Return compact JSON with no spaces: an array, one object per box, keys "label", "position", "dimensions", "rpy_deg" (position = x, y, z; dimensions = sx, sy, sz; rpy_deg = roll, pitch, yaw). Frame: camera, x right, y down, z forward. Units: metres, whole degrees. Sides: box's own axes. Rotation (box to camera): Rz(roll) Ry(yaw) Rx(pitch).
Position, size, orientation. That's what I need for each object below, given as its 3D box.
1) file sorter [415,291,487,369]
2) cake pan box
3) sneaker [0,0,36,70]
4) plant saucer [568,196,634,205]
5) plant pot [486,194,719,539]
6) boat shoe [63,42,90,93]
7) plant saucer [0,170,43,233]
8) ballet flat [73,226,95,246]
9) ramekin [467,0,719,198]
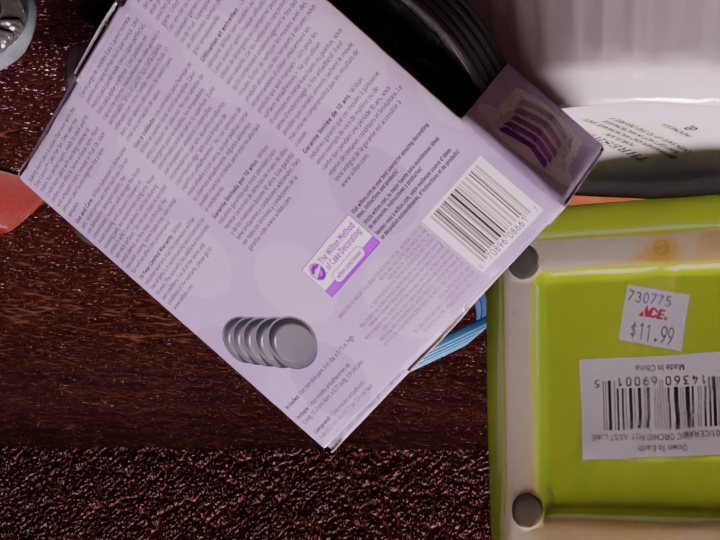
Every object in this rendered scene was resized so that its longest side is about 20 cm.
[{"label":"file sorter","position":[0.000,0.000,1.004],"dimensions":[0.138,0.123,0.200],"rpy_deg":[-24,175,-3]},{"label":"cake pan box","position":[-0.027,-0.045,0.718],"dimensions":[0.184,0.052,0.200],"rpy_deg":[39,134,-1]},{"label":"sneaker","position":[-0.206,-0.115,0.801],"dimensions":[0.199,0.080,0.095],"rpy_deg":[2,-176,37]},{"label":"plant saucer","position":[0.168,-0.049,1.124],"dimensions":[0.199,0.033,0.200],"rpy_deg":[1,168,0]},{"label":"plant pot","position":[0.162,0.061,0.824],"dimensions":[0.199,0.201,0.181],"rpy_deg":[-3,174,27]},{"label":"boat shoe","position":[-0.083,-0.079,0.926],"dimensions":[0.064,0.075,0.202],"rpy_deg":[-16,165,23]},{"label":"plant saucer","position":[-0.345,-0.048,1.211],"dimensions":[0.199,0.037,0.199],"rpy_deg":[-7,166,41]},{"label":"ballet flat","position":[-0.067,-0.057,0.819],"dimensions":[0.068,0.069,0.200],"rpy_deg":[18,130,-39]},{"label":"ramekin","position":[0.117,-0.093,0.749],"dimensions":[0.201,0.095,0.202],"rpy_deg":[1,169,0]}]
